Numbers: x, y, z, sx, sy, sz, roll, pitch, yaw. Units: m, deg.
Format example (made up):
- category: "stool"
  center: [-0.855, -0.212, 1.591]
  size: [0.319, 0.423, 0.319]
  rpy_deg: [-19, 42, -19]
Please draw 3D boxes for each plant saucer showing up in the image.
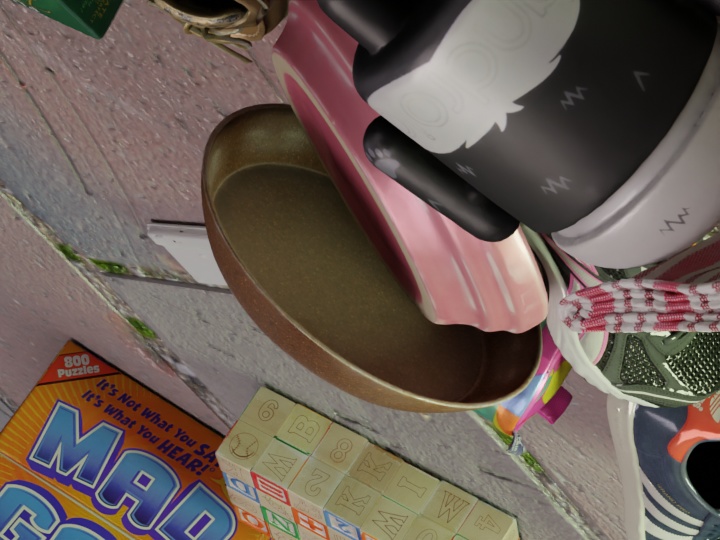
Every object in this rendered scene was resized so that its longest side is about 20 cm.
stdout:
- category: "plant saucer"
  center: [0.000, 0.000, 1.482]
  size: [0.200, 0.200, 0.034]
  rpy_deg: [36, 122, -4]
- category: "plant saucer"
  center: [0.017, -0.051, 1.404]
  size: [0.201, 0.051, 0.201]
  rpy_deg: [58, 175, 7]

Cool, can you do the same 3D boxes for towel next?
- category: "towel"
  center: [0.192, -0.012, 1.244]
  size: [0.200, 0.146, 0.030]
  rpy_deg: [-4, 105, 59]

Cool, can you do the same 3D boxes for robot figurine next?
- category: "robot figurine"
  center: [0.078, -0.089, 1.248]
  size: [0.200, 0.125, 0.150]
  rpy_deg: [36, 162, -15]

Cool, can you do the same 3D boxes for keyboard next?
- category: "keyboard"
  center: [-0.057, -0.006, 1.794]
  size: [0.056, 0.011, 0.200]
  rpy_deg: [42, 159, -32]

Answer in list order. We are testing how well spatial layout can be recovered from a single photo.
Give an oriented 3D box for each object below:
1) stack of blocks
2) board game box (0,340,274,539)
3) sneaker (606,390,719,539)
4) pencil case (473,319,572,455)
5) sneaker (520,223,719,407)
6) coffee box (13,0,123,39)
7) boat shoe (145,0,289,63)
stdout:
- category: "stack of blocks"
  center: [0.008, 0.167, 1.997]
  size: [0.200, 0.059, 0.115]
  rpy_deg: [27, 158, 19]
- category: "board game box"
  center: [-0.190, 0.212, 2.193]
  size: [0.200, 0.200, 0.200]
  rpy_deg: [32, 159, 6]
- category: "sneaker"
  center: [0.190, 0.118, 1.597]
  size: [0.085, 0.075, 0.200]
  rpy_deg: [27, 158, 32]
- category: "pencil case"
  center: [0.028, 0.014, 1.606]
  size: [0.200, 0.088, 0.088]
  rpy_deg: [33, 159, 8]
- category: "sneaker"
  center: [0.130, -0.003, 1.421]
  size: [0.086, 0.080, 0.200]
  rpy_deg: [9, 148, 46]
- category: "coffee box"
  center: [-0.205, -0.189, 1.501]
  size: [0.123, 0.044, 0.200]
  rpy_deg: [24, 172, 26]
- category: "boat shoe"
  center: [-0.084, -0.144, 1.408]
  size: [0.073, 0.063, 0.200]
  rpy_deg: [10, 167, 19]
